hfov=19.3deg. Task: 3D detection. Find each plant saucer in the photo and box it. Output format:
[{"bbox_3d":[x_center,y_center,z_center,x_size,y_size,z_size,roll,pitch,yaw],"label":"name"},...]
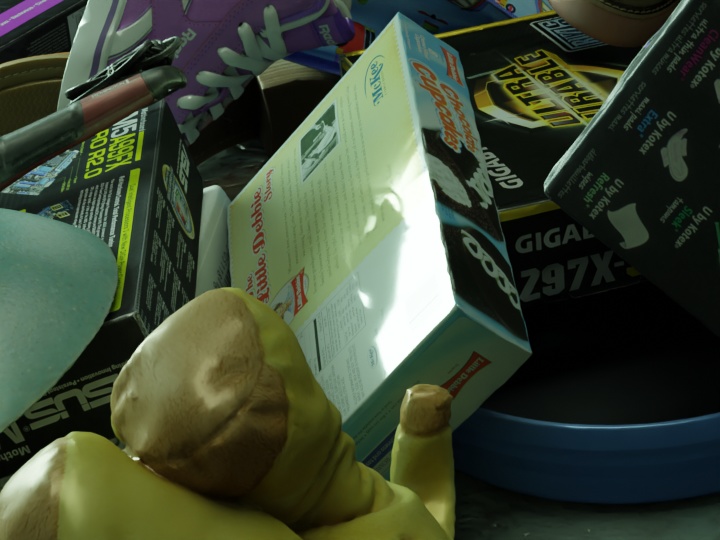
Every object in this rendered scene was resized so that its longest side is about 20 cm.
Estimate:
[{"bbox_3d":[-0.181,0.025,0.718,0.201,0.039,0.201,-20,25,10],"label":"plant saucer"}]

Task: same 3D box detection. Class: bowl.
[{"bbox_3d":[0.104,0.024,0.822,0.200,0.039,0.201,-5,27,3],"label":"bowl"}]

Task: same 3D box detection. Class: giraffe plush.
[{"bbox_3d":[0.008,0.121,0.569,0.162,0.173,0.200,32,10,37],"label":"giraffe plush"}]

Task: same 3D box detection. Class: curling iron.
[{"bbox_3d":[-0.152,-0.034,0.831,0.200,0.026,0.050,-32,5,-9],"label":"curling iron"}]

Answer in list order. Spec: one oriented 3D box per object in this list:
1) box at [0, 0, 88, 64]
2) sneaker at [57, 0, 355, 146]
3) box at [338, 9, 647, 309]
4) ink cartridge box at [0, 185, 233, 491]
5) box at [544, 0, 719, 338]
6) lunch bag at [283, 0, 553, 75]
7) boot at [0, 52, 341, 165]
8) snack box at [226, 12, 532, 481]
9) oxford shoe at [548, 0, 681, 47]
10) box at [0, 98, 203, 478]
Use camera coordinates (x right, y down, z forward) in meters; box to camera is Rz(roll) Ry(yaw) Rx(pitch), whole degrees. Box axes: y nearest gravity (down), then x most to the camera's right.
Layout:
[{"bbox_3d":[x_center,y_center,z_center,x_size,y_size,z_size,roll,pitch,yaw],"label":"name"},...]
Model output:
[{"bbox_3d":[-0.261,-0.138,1.234,0.200,0.036,0.143,10,30,27],"label":"box"},{"bbox_3d":[-0.066,-0.092,0.950,0.114,0.201,0.073,16,6,12],"label":"sneaker"},{"bbox_3d":[0.096,-0.056,0.888,0.159,0.049,0.200,-11,26,-14],"label":"box"},{"bbox_3d":[-0.149,0.046,0.858,0.200,0.050,0.162,-19,24,16],"label":"ink cartridge box"},{"bbox_3d":[0.184,-0.022,0.720,0.200,0.106,0.122,40,40,6],"label":"box"},{"bbox_3d":[0.046,-0.140,1.067,0.200,0.094,0.151,21,24,-11],"label":"lunch bag"},{"bbox_3d":[-0.109,-0.105,1.082,0.200,0.077,0.155,-9,28,-11],"label":"boot"},{"bbox_3d":[0.000,0.000,0.789,0.037,0.116,0.200,31,27,-25],"label":"snack box"},{"bbox_3d":[0.147,-0.171,0.948,0.071,0.074,0.200,28,40,5],"label":"oxford shoe"},{"bbox_3d":[-0.143,0.015,0.804,0.160,0.044,0.200,-20,25,6],"label":"box"}]
